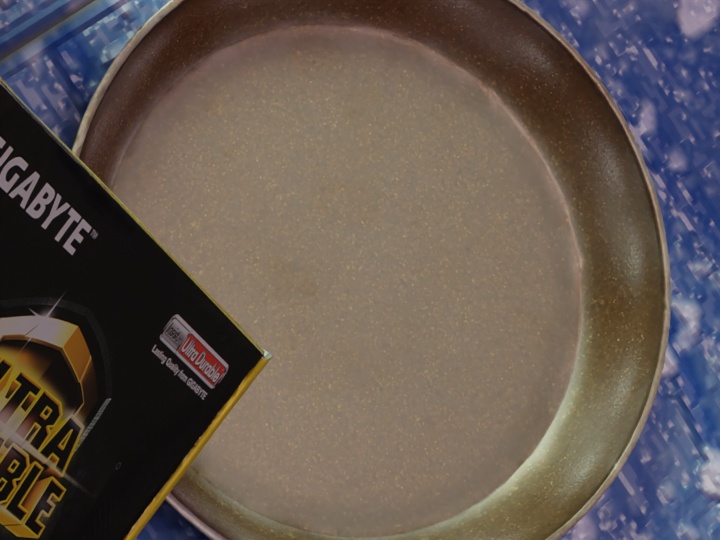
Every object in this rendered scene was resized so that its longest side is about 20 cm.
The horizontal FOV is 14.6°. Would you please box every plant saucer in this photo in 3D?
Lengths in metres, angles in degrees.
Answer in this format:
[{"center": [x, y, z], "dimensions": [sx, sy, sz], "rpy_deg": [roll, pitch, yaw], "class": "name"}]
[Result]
[{"center": [0.000, 0.000, 0.853], "dimensions": [0.200, 0.032, 0.201], "rpy_deg": [5, 78, -23], "class": "plant saucer"}]

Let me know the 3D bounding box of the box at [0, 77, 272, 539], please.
[{"center": [-0.115, 0.041, 0.694], "dimensions": [0.049, 0.200, 0.160], "rpy_deg": [35, 82, 26], "class": "box"}]
